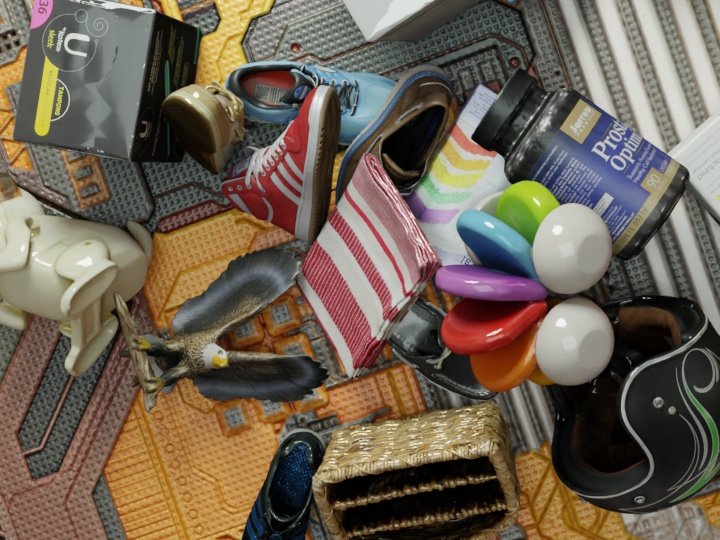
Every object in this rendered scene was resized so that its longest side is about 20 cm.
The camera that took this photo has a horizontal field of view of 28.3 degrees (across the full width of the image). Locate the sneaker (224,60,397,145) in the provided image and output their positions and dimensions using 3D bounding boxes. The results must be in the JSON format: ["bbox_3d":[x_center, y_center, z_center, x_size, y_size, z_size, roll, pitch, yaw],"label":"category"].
[{"bbox_3d":[-0.048,-0.177,1.489,0.198,0.090,0.079,6,89,5],"label":"sneaker"}]

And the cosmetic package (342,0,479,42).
[{"bbox_3d":[0.030,-0.340,1.409,0.122,0.200,0.200,-30,91,16],"label":"cosmetic package"}]

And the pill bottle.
[{"bbox_3d":[0.213,-0.108,1.406,0.199,0.112,0.112,35,98,2],"label":"pill bottle"}]

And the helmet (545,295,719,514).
[{"bbox_3d":[0.282,0.141,1.427,0.199,0.200,0.192,-10,113,8],"label":"helmet"}]

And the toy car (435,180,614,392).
[{"bbox_3d":[0.140,0.019,1.356,0.149,0.175,0.202,-10,105,-28],"label":"toy car"}]

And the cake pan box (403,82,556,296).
[{"bbox_3d":[0.156,-0.066,1.496,0.199,0.052,0.185,35,99,3],"label":"cake pan box"}]

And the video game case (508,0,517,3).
[{"bbox_3d":[0.150,-0.380,1.441,0.143,0.018,0.201,-30,90,-36],"label":"video game case"}]

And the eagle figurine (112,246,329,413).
[{"bbox_3d":[-0.148,0.079,1.523,0.199,0.151,0.152,-18,137,-21],"label":"eagle figurine"}]

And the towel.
[{"bbox_3d":[0.000,0.000,1.454,0.144,0.023,0.200,59,139,27],"label":"towel"}]

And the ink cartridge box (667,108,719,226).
[{"bbox_3d":[0.427,-0.086,1.444,0.147,0.086,0.200,-42,87,8],"label":"ink cartridge box"}]

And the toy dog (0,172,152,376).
[{"bbox_3d":[-0.337,-0.022,1.511,0.199,0.140,0.194,28,60,15],"label":"toy dog"}]

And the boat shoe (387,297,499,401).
[{"bbox_3d":[0.070,0.070,1.511,0.200,0.060,0.074,42,97,2],"label":"boat shoe"}]

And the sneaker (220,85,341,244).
[{"bbox_3d":[-0.084,-0.119,1.473,0.112,0.071,0.201,21,137,10],"label":"sneaker"}]

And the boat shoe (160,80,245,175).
[{"bbox_3d":[-0.153,-0.157,1.456,0.074,0.200,0.067,38,81,2],"label":"boat shoe"}]

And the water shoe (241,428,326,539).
[{"bbox_3d":[-0.091,0.268,1.537,0.071,0.079,0.201,15,96,6],"label":"water shoe"}]

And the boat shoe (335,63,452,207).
[{"bbox_3d":[0.031,-0.114,1.466,0.072,0.073,0.201,16,123,-19],"label":"boat shoe"}]

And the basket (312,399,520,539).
[{"bbox_3d":[0.063,0.234,1.475,0.199,0.149,0.144,-11,101,8],"label":"basket"}]

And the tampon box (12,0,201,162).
[{"bbox_3d":[-0.254,-0.194,1.461,0.125,0.200,0.151,11,95,6],"label":"tampon box"}]
